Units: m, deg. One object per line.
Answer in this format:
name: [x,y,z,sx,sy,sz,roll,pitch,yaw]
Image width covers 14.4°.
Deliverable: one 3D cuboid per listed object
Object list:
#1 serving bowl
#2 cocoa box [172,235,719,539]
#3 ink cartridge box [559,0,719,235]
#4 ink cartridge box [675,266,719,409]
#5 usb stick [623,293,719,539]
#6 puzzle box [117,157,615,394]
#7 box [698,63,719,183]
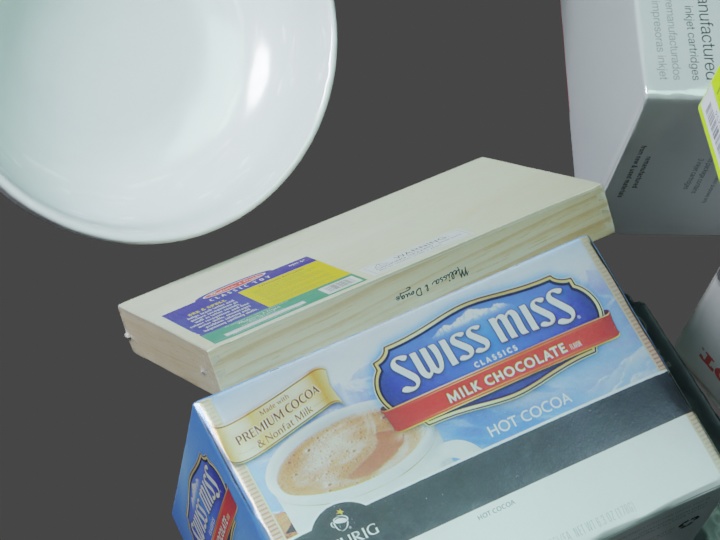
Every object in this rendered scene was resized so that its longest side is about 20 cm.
serving bowl: [-0.114,-0.109,1.344,0.200,0.066,0.201,2,84,-23]
cocoa box: [0.035,0.097,1.248,0.200,0.133,0.131,-23,70,-18]
ink cartridge box: [0.209,-0.109,1.367,0.199,0.145,0.146,1,64,-9]
ink cartridge box: [0.238,0.025,1.278,0.084,0.200,0.144,-33,73,-25]
usb stick: [0.157,0.102,1.321,0.055,0.033,0.200,-26,71,-16]
puzzle box: [0.000,0.000,1.298,0.200,0.133,0.025,-23,106,-17]
box: [0.249,-0.089,1.155,0.199,0.122,0.048,-6,62,-15]
